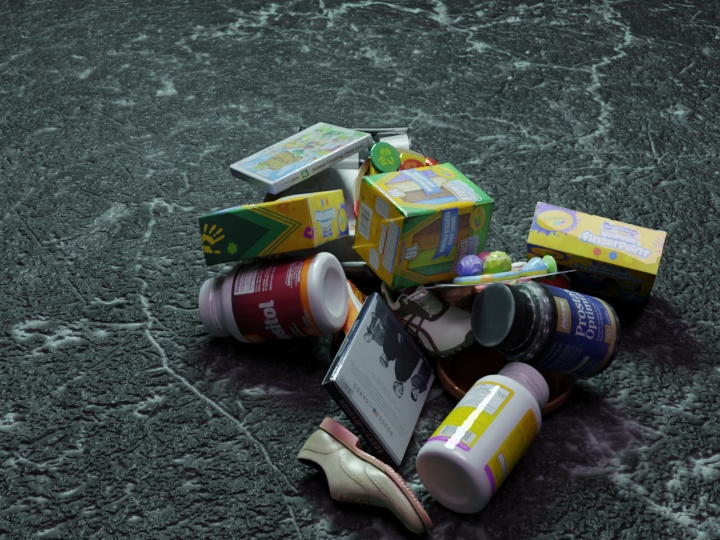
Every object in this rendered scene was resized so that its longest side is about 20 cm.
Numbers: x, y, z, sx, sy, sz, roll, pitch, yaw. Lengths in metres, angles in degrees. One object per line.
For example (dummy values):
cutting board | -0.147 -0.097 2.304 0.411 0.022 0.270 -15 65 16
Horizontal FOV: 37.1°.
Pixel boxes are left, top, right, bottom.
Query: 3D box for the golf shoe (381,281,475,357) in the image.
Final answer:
golf shoe | 0.094 0.065 1.516 0.077 0.089 0.199 -41 26 -25

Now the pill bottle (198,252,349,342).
pill bottle | -0.124 0.042 1.522 0.197 0.114 0.113 -8 29 24

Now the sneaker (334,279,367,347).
sneaker | -0.019 0.066 1.575 0.073 0.077 0.200 41 9 -22

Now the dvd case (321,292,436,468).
dvd case | 0.030 0.143 1.425 0.025 0.151 0.201 -26 20 33

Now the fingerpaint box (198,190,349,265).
fingerpaint box | -0.121 -0.066 1.563 0.164 0.075 0.200 -9 5 15

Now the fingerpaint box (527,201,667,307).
fingerpaint box | 0.361 -0.021 1.661 0.197 0.167 0.074 15 74 13

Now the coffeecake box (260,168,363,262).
coffeecake box | -0.057 -0.090 1.739 0.197 0.074 0.155 4 47 15

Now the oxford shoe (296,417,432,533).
oxford shoe | 0.005 0.266 1.314 0.074 0.071 0.199 -43 53 -17

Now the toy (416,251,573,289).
toy | 0.188 -0.003 1.492 0.197 0.048 0.115 -3 -3 -30

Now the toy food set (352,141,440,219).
toy food set | 0.073 -0.099 1.660 0.195 0.049 0.203 10 69 -26

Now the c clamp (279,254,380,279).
c clamp | 0.000 0.000 1.629 0.169 0.028 0.198 14 -9 -40

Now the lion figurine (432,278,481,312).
lion figurine | 0.205 0.052 1.582 0.197 0.073 0.123 13 20 -15

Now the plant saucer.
plant saucer | 0.204 0.142 1.527 0.197 0.033 0.201 5 34 -3

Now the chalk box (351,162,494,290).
chalk box | 0.106 -0.068 1.540 0.197 0.126 0.124 -11 37 -28

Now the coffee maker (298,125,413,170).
coffee maker | -0.011 -0.207 1.909 0.196 0.136 0.193 0 34 -8

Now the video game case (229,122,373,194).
video game case | -0.097 -0.182 1.700 0.180 0.022 0.199 -28 23 -17

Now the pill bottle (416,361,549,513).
pill bottle | 0.162 0.204 1.354 0.103 0.105 0.200 25 46 26

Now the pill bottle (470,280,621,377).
pill bottle | 0.248 0.076 1.445 0.198 0.113 0.112 13 26 -35

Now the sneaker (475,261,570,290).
sneaker | 0.229 0.041 1.659 0.196 0.078 0.086 -2 54 -2
